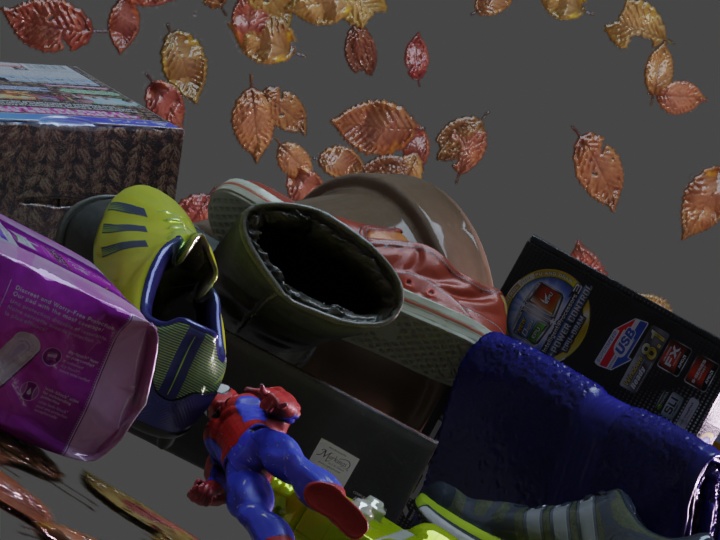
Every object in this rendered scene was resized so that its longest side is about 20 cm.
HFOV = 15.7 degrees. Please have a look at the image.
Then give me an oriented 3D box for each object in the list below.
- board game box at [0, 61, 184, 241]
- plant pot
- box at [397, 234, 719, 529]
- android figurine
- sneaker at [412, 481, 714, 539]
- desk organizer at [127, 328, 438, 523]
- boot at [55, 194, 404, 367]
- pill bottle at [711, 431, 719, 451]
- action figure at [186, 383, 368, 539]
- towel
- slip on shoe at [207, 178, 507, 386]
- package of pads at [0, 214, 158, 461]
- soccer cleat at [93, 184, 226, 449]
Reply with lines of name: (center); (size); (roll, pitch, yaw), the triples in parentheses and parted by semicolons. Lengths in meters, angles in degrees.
board game box: (-0.229, -0.071, 1.692); (0.159, 0.097, 0.200); (2, 15, -27)
plant pot: (-0.043, 0.031, 1.653); (0.174, 0.201, 0.200); (5, 17, -40)
box: (0.123, 0.103, 1.566); (0.160, 0.201, 0.044); (31, 2, 30)
android figurine: (0.034, 0.153, 1.261); (0.199, 0.041, 0.182); (31, 1, 10)
sneaker: (0.109, 0.152, 1.382); (0.199, 0.081, 0.074); (22, -34, 44)
desk organizer: (-0.066, 0.074, 1.416); (0.199, 0.072, 0.077); (29, -1, -23)
boot: (-0.077, -0.002, 1.432); (0.181, 0.073, 0.200); (22, -8, -6)
pill bottle: (0.226, 0.163, 1.483); (0.109, 0.201, 0.109); (29, 1, -1)
action figure: (-0.047, 0.088, 1.192); (0.052, 0.066, 0.200); (36, 3, -17)
towel: (0.119, 0.133, 1.464); (0.049, 0.148, 0.200); (7, 15, -43)
slip on shoe: (0.000, 0.000, 1.549); (0.199, 0.061, 0.074); (27, -40, -7)
package of pads: (-0.166, 0.019, 1.177); (0.120, 0.076, 0.200); (24, 2, -17)
soccer cleat: (-0.091, 0.006, 1.278); (0.064, 0.084, 0.200); (23, 26, -18)
